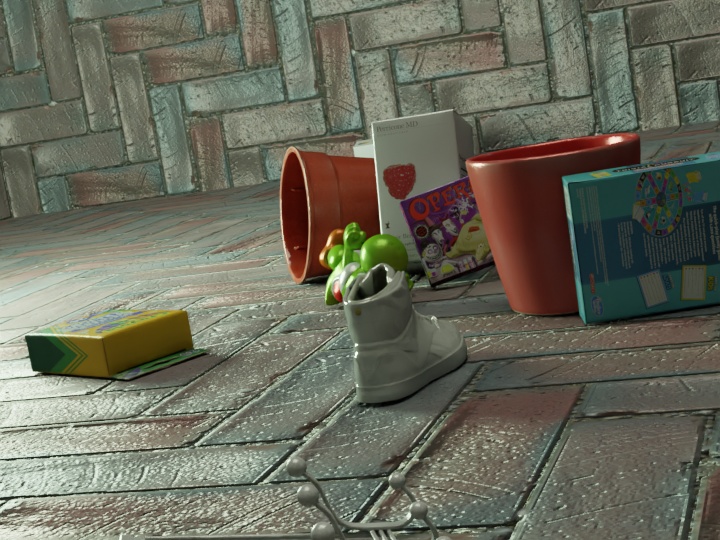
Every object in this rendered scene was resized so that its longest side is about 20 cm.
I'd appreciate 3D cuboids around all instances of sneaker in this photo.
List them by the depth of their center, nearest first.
[{"bbox_3d":[0.045,0.045,1.274,0.073,0.116,0.200,-8,7,23],"label":"sneaker"}]

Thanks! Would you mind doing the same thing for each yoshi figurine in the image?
[{"bbox_3d":[0.013,-0.008,1.689,0.112,0.112,0.200,-4,11,-10],"label":"yoshi figurine"}]

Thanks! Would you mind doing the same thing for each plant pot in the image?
[{"bbox_3d":[0.226,-0.052,1.491,0.200,0.178,0.200,-10,8,1],"label":"plant pot"},{"bbox_3d":[-0.004,-0.087,1.977,0.195,0.201,0.201,-4,7,-15],"label":"plant pot"}]

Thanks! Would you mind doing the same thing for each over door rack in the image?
[{"bbox_3d":[-0.053,0.163,0.780,0.199,0.067,0.148,-10,8,-7],"label":"over door rack"}]

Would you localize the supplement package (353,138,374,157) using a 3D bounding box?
[{"bbox_3d":[0.048,-0.266,3.280,0.113,0.110,0.200,-9,9,3],"label":"supplement package"}]

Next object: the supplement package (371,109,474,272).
[{"bbox_3d":[0.094,-0.107,1.838,0.121,0.201,0.120,-7,-7,17],"label":"supplement package"}]

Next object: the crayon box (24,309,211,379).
[{"bbox_3d":[-0.290,0.085,1.584,0.200,0.052,0.126,0,13,45],"label":"crayon box"}]

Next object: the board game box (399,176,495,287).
[{"bbox_3d":[0.164,-0.068,1.743,0.200,0.120,0.032,-21,-16,-2],"label":"board game box"}]

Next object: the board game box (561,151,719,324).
[{"bbox_3d":[0.318,-0.036,1.375,0.199,0.151,0.047,-9,13,3],"label":"board game box"}]
